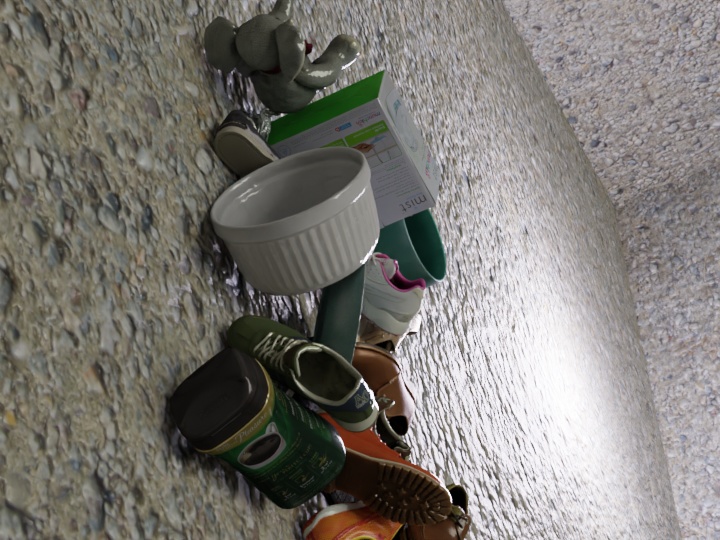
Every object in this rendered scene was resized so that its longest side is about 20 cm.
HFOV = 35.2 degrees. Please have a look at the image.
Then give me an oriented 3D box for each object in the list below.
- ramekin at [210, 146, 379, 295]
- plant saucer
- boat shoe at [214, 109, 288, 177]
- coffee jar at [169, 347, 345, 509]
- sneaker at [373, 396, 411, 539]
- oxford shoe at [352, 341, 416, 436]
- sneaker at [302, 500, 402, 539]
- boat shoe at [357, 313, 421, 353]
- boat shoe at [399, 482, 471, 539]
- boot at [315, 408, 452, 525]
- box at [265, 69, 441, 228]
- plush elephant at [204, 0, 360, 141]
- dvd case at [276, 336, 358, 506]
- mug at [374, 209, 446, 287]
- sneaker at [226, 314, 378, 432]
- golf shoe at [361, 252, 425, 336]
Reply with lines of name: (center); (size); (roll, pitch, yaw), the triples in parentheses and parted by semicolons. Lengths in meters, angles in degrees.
ramekin: (-0.070, -0.056, 1.354); (0.201, 0.198, 0.106); (-70, 144, -59)
plant saucer: (-0.032, 0.068, 1.388); (0.201, 0.038, 0.204); (-169, -90, -84)
boat shoe: (-0.112, -0.128, 1.473); (0.200, 0.072, 0.063); (47, 32, -34)
coffee jar: (-0.106, 0.165, 1.184); (0.200, 0.104, 0.086); (48, 8, -45)
sneaker: (0.034, 0.258, 1.437); (0.202, 0.075, 0.070); (70, 22, -7)
oxford shoe: (0.026, 0.163, 1.556); (0.200, 0.071, 0.072); (49, 35, -44)
sneaker: (0.015, 0.305, 1.344); (0.199, 0.073, 0.077); (-14, 61, -44)
boat shoe: (0.026, 0.091, 1.624); (0.199, 0.071, 0.065); (4, 71, -56)
boat shoe: (0.098, 0.315, 1.412); (0.072, 0.068, 0.200); (42, 12, -3)
boot: (0.019, 0.223, 1.327); (0.198, 0.076, 0.107); (23, 25, 3)
box: (-0.016, -0.143, 1.543); (0.177, 0.198, 0.097); (57, 25, -26)
plush elephant: (-0.112, -0.292, 1.494); (0.156, 0.163, 0.201); (82, 29, -54)
dvd case: (-0.043, 0.203, 1.425); (0.202, 0.016, 0.149); (65, 23, -16)
mug: (0.055, -0.027, 1.725); (0.185, 0.113, 0.153); (52, 27, -39)
sneaker: (-0.066, 0.096, 1.234); (0.067, 0.199, 0.090); (-52, 161, -18)
golf shoe: (0.000, 0.000, 1.526); (0.199, 0.092, 0.075); (34, 29, -4)
